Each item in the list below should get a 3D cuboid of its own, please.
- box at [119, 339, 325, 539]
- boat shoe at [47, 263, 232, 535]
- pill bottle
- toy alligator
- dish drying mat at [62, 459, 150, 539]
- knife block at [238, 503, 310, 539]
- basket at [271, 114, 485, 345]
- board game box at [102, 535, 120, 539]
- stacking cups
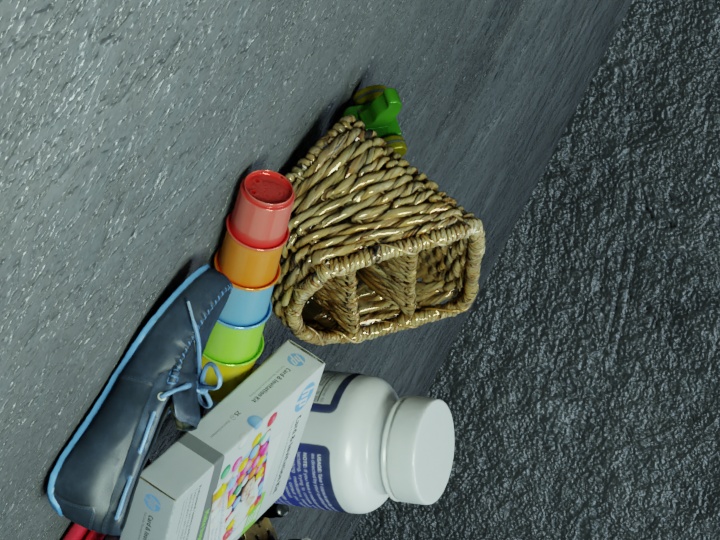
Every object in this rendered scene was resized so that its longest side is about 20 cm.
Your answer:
[{"bbox_3d":[-0.111,0.164,1.410,0.200,0.041,0.157,-43,158,-48],"label":"box"},{"bbox_3d":[-0.139,0.093,1.290,0.201,0.068,0.084,-59,172,-8],"label":"boat shoe"},{"bbox_3d":[-0.026,0.147,1.601,0.120,0.199,0.121,4,90,-65],"label":"pill bottle"},{"bbox_3d":[0.003,-0.101,1.552,0.054,0.060,0.200,-15,163,-7],"label":"toy alligator"},{"bbox_3d":[-0.221,0.223,1.414,0.201,0.018,0.077,-58,172,-16],"label":"dish drying mat"},{"bbox_3d":[-0.109,0.249,1.707,0.175,0.064,0.200,-22,-178,17],"label":"knife block"},{"bbox_3d":[0.000,0.000,1.477,0.143,0.149,0.200,-47,168,-15],"label":"basket"},{"bbox_3d":[-0.169,0.307,1.522,0.200,0.043,0.200,37,85,-43],"label":"board game box"},{"bbox_3d":[-0.083,0.012,1.373,0.061,0.060,0.201,-51,168,-47],"label":"stacking cups"}]
